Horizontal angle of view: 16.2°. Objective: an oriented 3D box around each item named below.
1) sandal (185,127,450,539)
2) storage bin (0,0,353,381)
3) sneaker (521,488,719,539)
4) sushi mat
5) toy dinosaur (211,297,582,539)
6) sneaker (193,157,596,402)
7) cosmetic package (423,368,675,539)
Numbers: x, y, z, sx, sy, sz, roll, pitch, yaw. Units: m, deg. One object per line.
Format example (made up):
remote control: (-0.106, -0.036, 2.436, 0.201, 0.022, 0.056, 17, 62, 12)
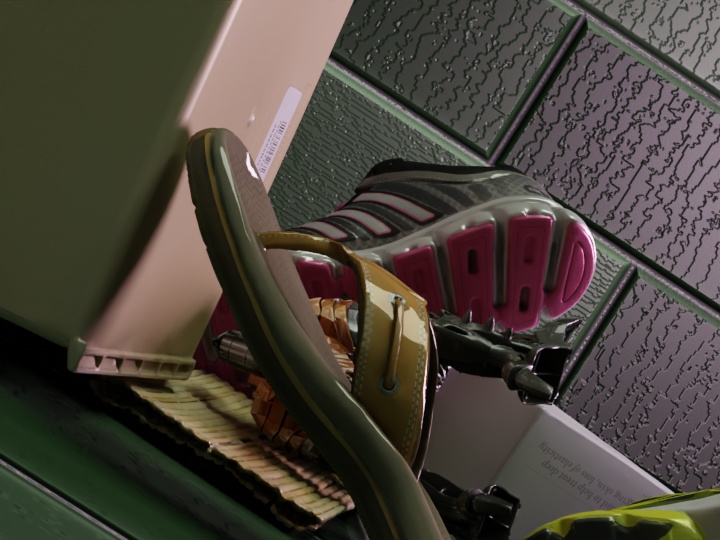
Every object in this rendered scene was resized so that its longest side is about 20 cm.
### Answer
sandal: (0.007, 0.039, 0.799, 0.201, 0.054, 0.080, 59, 3, 11)
storage bin: (-0.076, -0.071, 0.891, 0.093, 0.201, 0.199, 24, 0, 9)
sneaker: (0.155, 0.109, 0.984, 0.199, 0.075, 0.085, -3, 1, 8)
sushi mat: (-0.043, 0.066, 0.972, 0.095, 0.012, 0.200, 35, 2, 7)
toy dinosaur: (0.002, 0.053, 0.964, 0.135, 0.103, 0.200, 19, 19, 7)
sneaker: (0.000, 0.000, 1.101, 0.088, 0.199, 0.074, -100, 175, -65)
cosmetic package: (0.054, 0.084, 1.127, 0.113, 0.081, 0.200, 34, 0, -30)
